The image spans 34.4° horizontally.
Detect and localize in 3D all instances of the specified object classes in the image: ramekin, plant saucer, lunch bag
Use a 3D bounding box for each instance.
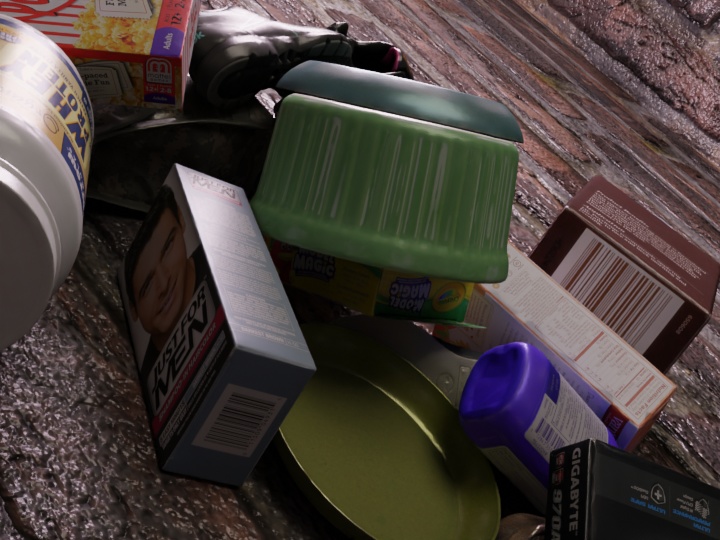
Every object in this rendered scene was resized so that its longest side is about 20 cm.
[{"bbox_3d":[0.020,-0.063,0.845,0.197,0.099,0.200,12,7,-2],"label":"ramekin"},{"bbox_3d":[0.033,-0.132,0.901,0.197,0.028,0.200,13,8,-2],"label":"plant saucer"},{"bbox_3d":[0.010,0.122,0.793,0.199,0.031,0.201,32,28,-19],"label":"plant saucer"},{"bbox_3d":[-0.191,-0.133,0.939,0.198,0.118,0.164,-1,42,-46],"label":"lunch bag"}]

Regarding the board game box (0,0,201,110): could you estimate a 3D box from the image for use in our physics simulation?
[{"bbox_3d":[-0.216,-0.184,0.824,0.197,0.047,0.153,4,45,-4],"label":"board game box"}]

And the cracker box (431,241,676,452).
[{"bbox_3d":[0.154,0.077,0.972,0.057,0.135,0.200,-38,69,-25],"label":"cracker box"}]

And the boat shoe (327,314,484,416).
[{"bbox_3d":[0.055,0.084,0.914,0.197,0.072,0.063,14,-9,-13],"label":"boat shoe"}]

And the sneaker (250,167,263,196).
[{"bbox_3d":[-0.063,-0.087,1.016,0.090,0.077,0.199,5,10,-45],"label":"sneaker"}]

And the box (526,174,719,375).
[{"bbox_3d":[0.235,0.032,1.134,0.165,0.165,0.200,37,22,9],"label":"box"}]

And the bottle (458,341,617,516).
[{"bbox_3d":[0.154,0.143,0.870,0.200,0.065,0.084,46,48,-26],"label":"bottle"}]

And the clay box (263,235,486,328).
[{"bbox_3d":[0.000,0.000,0.922,0.198,0.048,0.114,17,7,41],"label":"clay box"}]

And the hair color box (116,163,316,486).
[{"bbox_3d":[-0.100,0.030,0.755,0.060,0.100,0.201,19,27,-31],"label":"hair color box"}]

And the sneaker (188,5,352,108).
[{"bbox_3d":[-0.077,-0.183,0.945,0.079,0.076,0.199,47,27,17],"label":"sneaker"}]

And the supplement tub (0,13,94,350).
[{"bbox_3d":[-0.232,-0.053,0.678,0.143,0.145,0.201,24,24,-23],"label":"supplement tub"}]

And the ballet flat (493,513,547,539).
[{"bbox_3d":[0.174,0.211,0.830,0.198,0.069,0.067,25,-4,-27],"label":"ballet flat"}]

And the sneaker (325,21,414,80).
[{"bbox_3d":[0.024,-0.164,1.089,0.198,0.086,0.081,19,42,-40],"label":"sneaker"}]

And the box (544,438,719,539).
[{"bbox_3d":[0.207,0.219,0.774,0.198,0.046,0.161,24,59,-25],"label":"box"}]

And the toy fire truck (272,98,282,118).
[{"bbox_3d":[0.006,-0.109,1.190,0.201,0.128,0.177,50,24,-15],"label":"toy fire truck"}]
